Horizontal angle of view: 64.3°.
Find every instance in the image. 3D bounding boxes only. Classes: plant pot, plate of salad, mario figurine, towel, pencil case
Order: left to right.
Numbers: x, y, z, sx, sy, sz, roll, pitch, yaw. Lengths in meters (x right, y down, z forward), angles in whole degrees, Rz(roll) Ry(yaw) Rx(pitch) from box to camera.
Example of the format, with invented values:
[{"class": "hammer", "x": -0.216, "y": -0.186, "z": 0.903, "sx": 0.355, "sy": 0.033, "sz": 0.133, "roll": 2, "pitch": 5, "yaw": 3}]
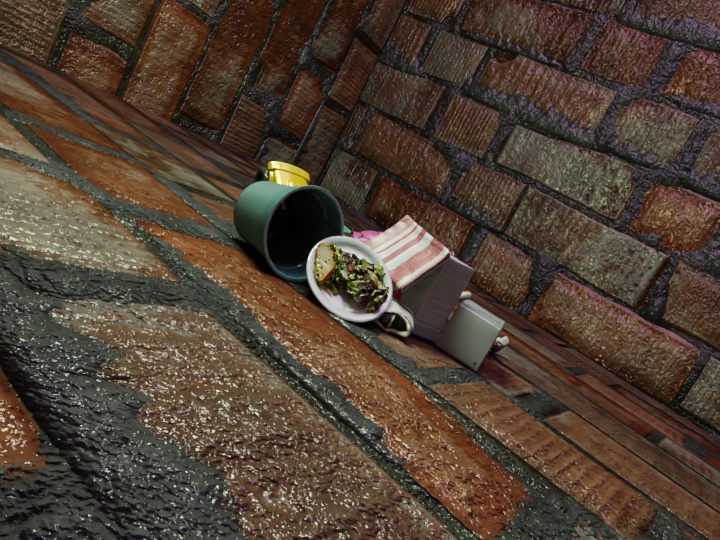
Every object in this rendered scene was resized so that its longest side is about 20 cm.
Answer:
[{"class": "plant pot", "x": -0.170, "y": -0.104, "z": 1.249, "sx": 0.198, "sy": 0.203, "sz": 0.195, "roll": 20, "pitch": 4, "yaw": -43}, {"class": "plate of salad", "x": -0.016, "y": 0.010, "z": 1.183, "sx": 0.197, "sy": 0.048, "sz": 0.203, "roll": 15, "pitch": 54, "yaw": -21}, {"class": "pencil case", "x": 0.061, "y": -0.075, "z": 1.605, "sx": 0.196, "sy": 0.092, "sz": 0.094, "roll": 0, "pitch": 28, "yaw": -16}, {"class": "towel", "x": 0.099, "y": -0.043, "z": 1.303, "sx": 0.200, "sy": 0.143, "sz": 0.023, "roll": 48, "pitch": -11, "yaw": 50}, {"class": "mario figurine", "x": 0.358, "y": 0.170, "z": 1.599, "sx": 0.121, "sy": 0.108, "sz": 0.199, "roll": -5, "pitch": -15, "yaw": 24}]

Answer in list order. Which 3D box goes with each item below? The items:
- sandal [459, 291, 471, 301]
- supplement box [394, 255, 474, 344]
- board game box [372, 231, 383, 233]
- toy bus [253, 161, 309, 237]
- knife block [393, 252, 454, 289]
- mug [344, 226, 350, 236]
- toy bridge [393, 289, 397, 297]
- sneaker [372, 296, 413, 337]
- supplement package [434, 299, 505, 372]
[{"class": "sandal", "x": 0.204, "y": 0.064, "z": 1.533, "sx": 0.204, "sy": 0.060, "sz": 0.078, "roll": -17, "pitch": -14, "yaw": 38}, {"class": "supplement box", "x": 0.159, "y": 0.052, "z": 1.333, "sx": 0.102, "sy": 0.202, "sz": 0.101, "roll": 21, "pitch": 11, "yaw": -35}, {"class": "board game box", "x": 0.134, "y": -0.058, "z": 1.729, "sx": 0.198, "sy": 0.035, "sz": 0.126, "roll": 32, "pitch": 19, "yaw": 27}, {"class": "toy bus", "x": -0.210, "y": -0.140, "z": 1.455, "sx": 0.134, "sy": 0.200, "sz": 0.195, "roll": 12, "pitch": 49, "yaw": -36}, {"class": "knife block", "x": 0.168, "y": -0.001, "z": 1.556, "sx": 0.199, "sy": 0.175, "sz": 0.065, "roll": 29, "pitch": 27, "yaw": -53}, {"class": "mug", "x": -0.114, "y": -0.089, "z": 1.542, "sx": 0.150, "sy": 0.116, "sz": 0.185, "roll": 29, "pitch": 8, "yaw": 3}, {"class": "toy bridge", "x": 0.062, "y": 0.066, "z": 1.393, "sx": 0.066, "sy": 0.028, "sz": 0.200, "roll": -14, "pitch": -26, "yaw": 20}, {"class": "sneaker", "x": 0.029, "y": 0.075, "z": 1.233, "sx": 0.197, "sy": 0.077, "sz": 0.081, "roll": 27, "pitch": 19, "yaw": -2}, {"class": "supplement package", "x": 0.273, "y": 0.153, "z": 1.402, "sx": 0.116, "sy": 0.119, "sz": 0.200, "roll": 33, "pitch": 10, "yaw": 14}]
